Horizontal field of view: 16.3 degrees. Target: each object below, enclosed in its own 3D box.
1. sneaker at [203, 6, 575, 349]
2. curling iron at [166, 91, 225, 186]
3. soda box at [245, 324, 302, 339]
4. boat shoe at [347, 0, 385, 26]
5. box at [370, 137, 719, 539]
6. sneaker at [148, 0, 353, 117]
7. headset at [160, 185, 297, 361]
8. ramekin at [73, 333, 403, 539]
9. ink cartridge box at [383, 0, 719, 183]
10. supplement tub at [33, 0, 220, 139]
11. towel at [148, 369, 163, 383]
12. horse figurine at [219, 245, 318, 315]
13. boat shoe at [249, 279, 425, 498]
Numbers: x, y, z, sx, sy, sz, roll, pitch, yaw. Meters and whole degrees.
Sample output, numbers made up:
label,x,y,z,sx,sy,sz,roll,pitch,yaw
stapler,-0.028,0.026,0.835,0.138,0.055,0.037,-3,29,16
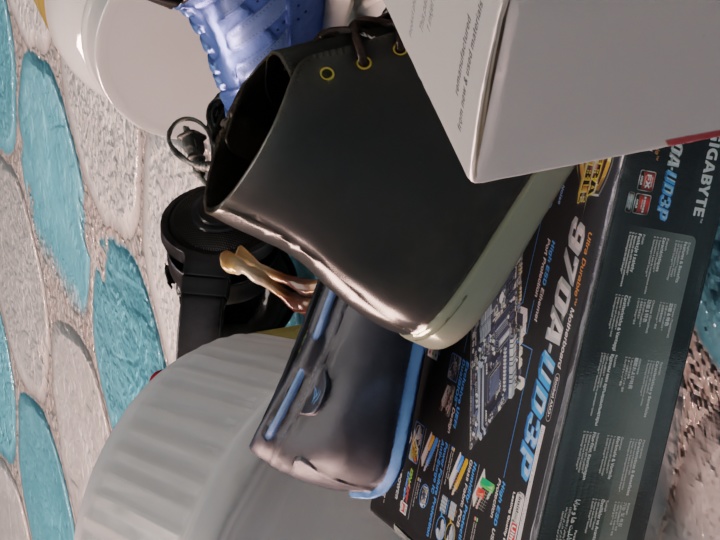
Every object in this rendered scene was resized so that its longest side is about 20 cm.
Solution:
label,x,y,z,sx,sy,sz,roll,pitch,yaw
sneaker,0.032,-0.082,0.870,0.201,0.106,0.075,-63,23,-4
curling iron,-0.045,-0.132,1.184,0.049,0.026,0.201,8,75,37
soda box,-0.030,0.122,1.357,0.068,0.064,0.201,-117,25,-45
boat shoe,0.031,-0.093,1.065,0.200,0.070,0.070,152,100,-75
box,0.068,0.021,0.946,0.159,0.046,0.201,-152,73,-68
sneaker,-0.059,-0.111,1.013,0.077,0.111,0.200,-104,26,-44
headset,-0.084,-0.005,1.377,0.124,0.093,0.201,79,-161,-66
ramekin,-0.046,0.121,1.148,0.094,0.202,0.203,18,123,32
ink cartridge box,0.070,-0.138,0.788,0.083,0.145,0.201,99,155,-50
supplement tub,-0.107,-0.173,1.303,0.200,0.144,0.145,-121,27,-48
towel,-0.082,0.166,1.390,0.200,0.022,0.145,-115,17,-49
horse figurine,0.000,0.000,1.168,0.050,0.132,0.200,-58,-9,-35
boat shoe,0.000,-0.015,0.950,0.084,0.068,0.201,40,-119,-87
